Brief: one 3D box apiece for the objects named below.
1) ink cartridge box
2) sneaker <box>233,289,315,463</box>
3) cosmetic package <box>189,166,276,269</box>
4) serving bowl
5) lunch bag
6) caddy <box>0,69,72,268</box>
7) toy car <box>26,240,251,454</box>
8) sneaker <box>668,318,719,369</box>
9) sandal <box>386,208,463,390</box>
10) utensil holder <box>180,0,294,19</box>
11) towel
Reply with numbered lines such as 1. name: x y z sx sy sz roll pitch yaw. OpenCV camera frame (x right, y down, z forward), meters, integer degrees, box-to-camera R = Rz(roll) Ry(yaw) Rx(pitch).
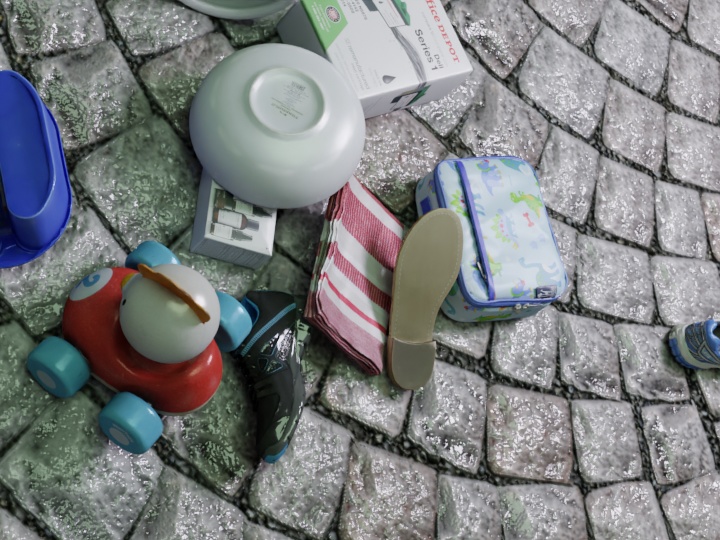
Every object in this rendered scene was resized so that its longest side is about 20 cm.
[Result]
1. ink cartridge box: 0.019 -0.272 1.612 0.200 0.084 0.146 -20 81 -33
2. sneaker: -0.101 0.111 1.402 0.082 0.073 0.200 14 54 -14
3. cosmetic package: -0.133 -0.108 1.479 0.083 0.051 0.200 16 63 -24
4. serving bowl: -0.086 -0.172 1.448 0.200 0.066 0.200 6 65 -12
5. lunch bag: 0.155 -0.039 1.596 0.161 0.082 0.200 -1 69 -27
6. caddy: -0.368 -0.103 1.316 0.141 0.105 0.200 -11 75 -9
7. toy car: -0.203 0.041 1.272 0.177 0.200 0.184 37 57 6
8. sneaker: 0.509 0.100 1.732 0.200 0.085 0.077 4 68 -29
9. sandal: 0.061 0.031 1.527 0.078 0.070 0.212 11 87 -18
10. utensil holder: -0.146 -0.425 1.538 0.170 0.170 0.200 14 61 -24
11. towel: 0.000 0.000 1.487 0.144 0.023 0.200 44 47 -44
